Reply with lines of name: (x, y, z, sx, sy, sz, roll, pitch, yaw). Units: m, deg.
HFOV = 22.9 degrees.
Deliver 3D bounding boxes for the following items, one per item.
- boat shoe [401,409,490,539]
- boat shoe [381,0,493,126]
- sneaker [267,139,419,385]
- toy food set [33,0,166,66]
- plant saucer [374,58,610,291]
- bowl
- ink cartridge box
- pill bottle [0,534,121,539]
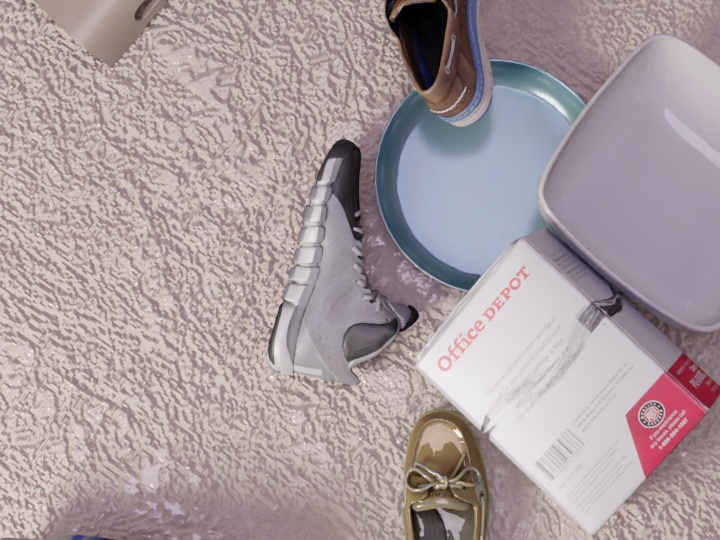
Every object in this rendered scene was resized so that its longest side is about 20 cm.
boat shoe: (0.068, 0.213, 1.437, 0.072, 0.063, 0.203, 3, 80, 4)
boat shoe: (0.058, -0.219, 1.482, 0.072, 0.072, 0.202, -32, 58, 27)
sneaker: (0.000, 0.000, 1.480, 0.114, 0.075, 0.202, 16, 91, 1)
toy food set: (-0.244, -0.299, 1.555, 0.200, 0.060, 0.144, 43, 97, 11)
plant saucer: (0.111, -0.078, 1.503, 0.198, 0.027, 0.203, -1, 81, 4)
bowl: (0.253, -0.063, 1.450, 0.199, 0.075, 0.201, 39, 74, 0)
ink cartridge box: (0.165, 0.084, 1.418, 0.200, 0.083, 0.146, 44, 112, 9)
pill bottle: (-0.196, 0.272, 1.418, 0.197, 0.114, 0.115, 6, 81, 4)
